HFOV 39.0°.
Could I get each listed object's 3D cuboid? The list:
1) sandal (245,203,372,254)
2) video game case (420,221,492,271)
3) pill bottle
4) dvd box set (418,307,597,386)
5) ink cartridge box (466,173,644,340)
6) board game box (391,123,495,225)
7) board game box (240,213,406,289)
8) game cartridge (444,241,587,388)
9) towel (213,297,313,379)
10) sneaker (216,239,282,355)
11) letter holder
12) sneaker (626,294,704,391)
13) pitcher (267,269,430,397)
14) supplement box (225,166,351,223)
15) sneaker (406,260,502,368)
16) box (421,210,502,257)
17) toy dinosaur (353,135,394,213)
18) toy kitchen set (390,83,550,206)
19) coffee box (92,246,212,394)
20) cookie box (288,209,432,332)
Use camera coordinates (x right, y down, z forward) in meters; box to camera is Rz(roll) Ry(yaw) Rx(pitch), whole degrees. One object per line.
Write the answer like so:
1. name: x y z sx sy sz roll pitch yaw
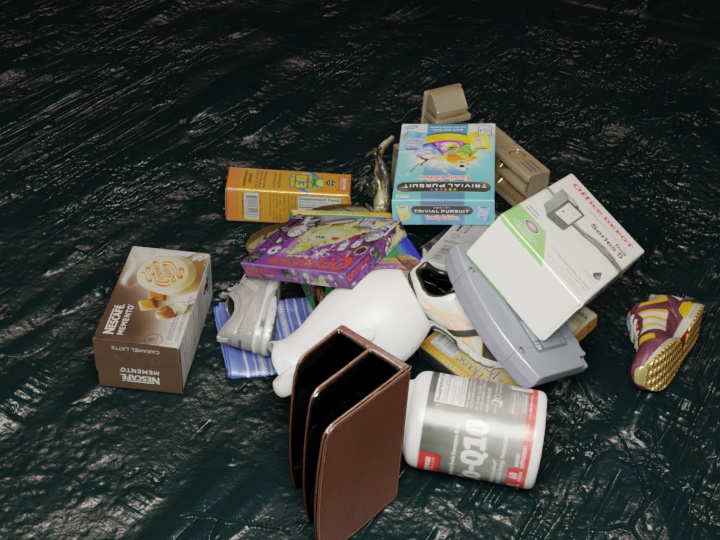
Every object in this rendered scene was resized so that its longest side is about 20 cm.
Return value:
1. sandal: -0.075 -0.052 1.542 0.197 0.055 0.080 -21 27 -8
2. video game case: 0.202 -0.020 1.411 0.198 0.018 0.143 14 35 26
3. pill bottle: 0.113 0.182 1.195 0.197 0.115 0.114 9 37 7
4. dvd box set: 0.196 0.087 1.351 0.199 0.030 0.146 -38 53 -22
5. ink cartridge box: 0.249 -0.023 1.284 0.146 0.084 0.199 49 41 10
6. board game box: 0.130 -0.149 1.538 0.148 0.047 0.201 0 41 8
7. board game box: -0.050 -0.027 1.305 0.198 0.033 0.120 5 43 44
8. game cartridge: 0.188 0.051 1.262 0.132 0.041 0.201 -4 56 -47
9. towel: -0.094 0.084 1.381 0.197 0.024 0.146 -6 39 -13
10. sneaker: -0.148 0.025 1.372 0.081 0.075 0.201 7 39 -3
11. letter holder: -0.032 0.190 1.099 0.100 0.202 0.142 28 43 30
12. sneaker: 0.393 0.095 1.381 0.089 0.076 0.199 19 32 32
13. pitcher: -0.016 0.086 1.229 0.198 0.122 0.172 -29 8 2
14. supplement box: -0.113 -0.117 1.609 0.197 0.070 0.067 4 39 -3
15. sneaker: 0.139 0.057 1.297 0.198 0.080 0.074 24 54 8
16. box: 0.213 -0.011 1.511 0.199 0.050 0.157 29 45 28
17. toy dinosaur: 0.028 -0.142 1.592 0.047 0.088 0.203 -9 63 22
18. toy kitchen set: 0.178 -0.187 1.648 0.198 0.165 0.181 -16 41 -24
19. coffee box: -0.270 0.061 1.346 0.112 0.081 0.201 5 37 2
20. cookie box: 0.000 0.000 1.432 0.169 0.076 0.201 0 36 -27
